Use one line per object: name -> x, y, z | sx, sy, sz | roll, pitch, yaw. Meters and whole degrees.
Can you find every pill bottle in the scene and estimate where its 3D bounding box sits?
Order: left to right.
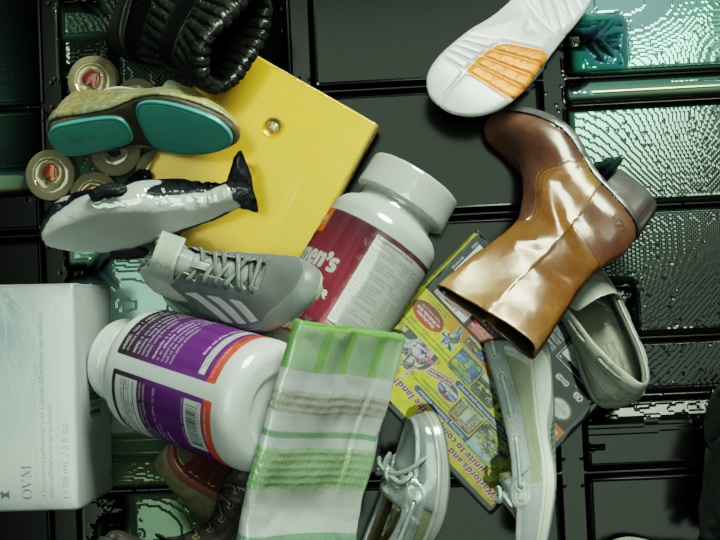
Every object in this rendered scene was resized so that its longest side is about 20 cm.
pill bottle -> -0.147, 0.099, 1.040 | 0.198, 0.112, 0.114 | 12, 89, 38
pill bottle -> 0.000, 0.000, 1.091 | 0.109, 0.110, 0.201 | 31, 82, 3

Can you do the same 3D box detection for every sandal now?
sandal -> 0.145, -0.205, 1.125 | 0.079, 0.059, 0.206 | 43, 69, 12

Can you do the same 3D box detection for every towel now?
towel -> -0.030, 0.146, 1.010 | 0.030, 0.148, 0.202 | 19, 96, 37

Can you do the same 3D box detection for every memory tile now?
memory tile -> -0.216, -0.106, 1.155 | 0.198, 0.017, 0.155 | 26, 90, 3

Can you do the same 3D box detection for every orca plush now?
orca plush -> -0.196, -0.075, 1.083 | 0.198, 0.105, 0.072 | -21, 54, 14

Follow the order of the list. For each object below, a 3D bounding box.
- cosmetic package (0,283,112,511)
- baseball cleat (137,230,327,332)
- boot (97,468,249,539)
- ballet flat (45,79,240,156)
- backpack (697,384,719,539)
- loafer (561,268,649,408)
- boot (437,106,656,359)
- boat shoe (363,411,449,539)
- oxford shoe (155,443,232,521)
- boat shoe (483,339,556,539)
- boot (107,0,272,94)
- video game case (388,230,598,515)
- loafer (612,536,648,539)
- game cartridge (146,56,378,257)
cosmetic package -> -0.344, 0.115, 1.101 | 0.197, 0.123, 0.202 | -2, 88, 4
baseball cleat -> -0.126, 0.008, 1.039 | 0.106, 0.199, 0.070 | 38, 58, -36
boot -> -0.121, 0.213, 1.046 | 0.199, 0.069, 0.176 | 29, 61, -21
ballet flat -> -0.197, -0.145, 1.098 | 0.198, 0.071, 0.072 | -1, 88, 20
backpack -> 0.413, 0.188, 1.058 | 0.198, 0.127, 0.169 | 13, 76, -4
loafer -> 0.211, 0.027, 1.090 | 0.069, 0.070, 0.202 | -19, 75, -24
boot -> 0.138, -0.039, 1.068 | 0.188, 0.069, 0.200 | 41, 67, 13
boat shoe -> 0.032, 0.226, 1.082 | 0.064, 0.074, 0.204 | 10, 106, -17
oxford shoe -> -0.108, 0.223, 1.124 | 0.200, 0.075, 0.071 | 43, 51, -9
boat shoe -> 0.145, 0.164, 1.081 | 0.064, 0.074, 0.205 | 0, 86, 7
boot -> -0.144, -0.275, 1.090 | 0.157, 0.079, 0.214 | 20, 99, 43
video game case -> 0.117, 0.096, 1.130 | 0.181, 0.026, 0.200 | -45, 88, 0
loafer -> 0.323, 0.293, 1.095 | 0.197, 0.063, 0.073 | 9, 89, 3
game cartridge -> -0.105, -0.093, 1.129 | 0.175, 0.032, 0.201 | 30, 92, 3
